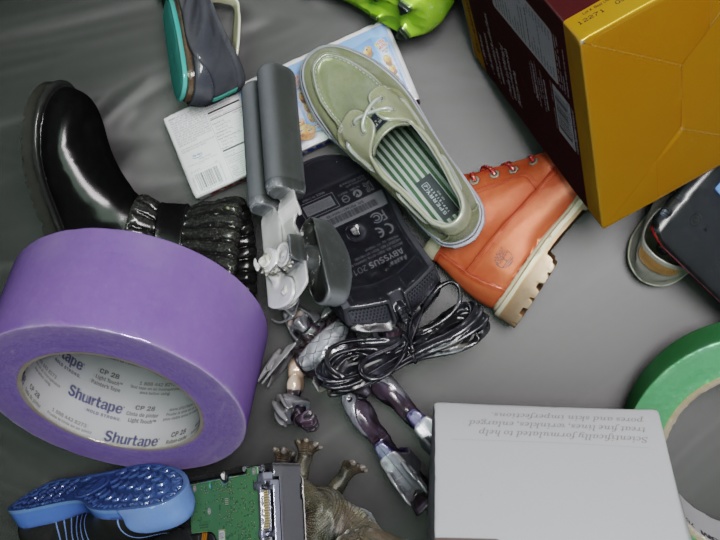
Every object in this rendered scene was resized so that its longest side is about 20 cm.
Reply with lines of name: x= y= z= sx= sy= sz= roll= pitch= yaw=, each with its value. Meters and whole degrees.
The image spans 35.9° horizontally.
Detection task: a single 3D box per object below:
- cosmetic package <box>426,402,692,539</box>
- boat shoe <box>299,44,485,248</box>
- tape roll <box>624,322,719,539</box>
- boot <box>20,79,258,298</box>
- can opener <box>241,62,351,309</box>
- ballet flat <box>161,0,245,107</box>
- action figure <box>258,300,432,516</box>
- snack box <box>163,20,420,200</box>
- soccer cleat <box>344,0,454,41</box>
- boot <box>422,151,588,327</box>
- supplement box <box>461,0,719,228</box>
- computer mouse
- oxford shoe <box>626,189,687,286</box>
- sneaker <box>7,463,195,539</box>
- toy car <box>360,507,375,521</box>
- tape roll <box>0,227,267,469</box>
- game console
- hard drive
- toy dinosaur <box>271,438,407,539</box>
cosmetic package: x=0.127 y=0.220 z=0.769 sx=0.164 sy=0.165 sz=0.201 roll=2 pitch=125 yaw=2
boat shoe: x=0.024 y=-0.103 z=0.840 sx=0.072 sy=0.062 sz=0.200 roll=-42 pitch=74 yaw=0
tape roll: x=0.297 y=0.138 z=0.833 sx=0.199 sy=0.048 sz=0.202 roll=3 pitch=103 yaw=11
boot: x=-0.166 y=-0.052 z=0.869 sx=0.157 sy=0.079 sz=0.213 roll=-6 pitch=104 yaw=18
can opener: x=-0.055 y=-0.061 z=0.839 sx=0.053 sy=0.066 sz=0.201 roll=-35 pitch=57 yaw=45
ballet flat: x=-0.135 y=-0.225 z=0.894 sx=0.073 sy=0.073 sz=0.201 roll=-17 pitch=76 yaw=4
action figure: x=0.004 y=0.094 z=0.876 sx=0.130 sy=0.069 sz=0.200 roll=-45 pitch=83 yaw=8
snack box: x=-0.056 y=-0.130 z=0.904 sx=0.199 sy=0.024 sz=0.072 roll=-23 pitch=86 yaw=4
soccer cleat: x=-0.010 y=-0.256 z=0.888 sx=0.199 sy=0.068 sz=0.081 roll=33 pitch=62 yaw=13
boot: x=0.131 y=-0.068 z=0.866 sx=0.107 sy=0.075 sz=0.201 roll=34 pitch=93 yaw=10
supplement box: x=0.164 y=-0.180 z=0.759 sx=0.132 sy=0.198 sz=0.201 roll=-28 pitch=55 yaw=-1
computer mouse: x=0.000 y=0.000 z=0.862 sx=0.138 sy=0.053 sz=0.201 roll=-21 pitch=63 yaw=-10
oxford shoe: x=0.277 y=-0.075 z=0.859 sx=0.075 sy=0.058 sz=0.201 roll=34 pitch=91 yaw=6
sneaker: x=-0.192 y=0.202 z=0.860 sx=0.199 sy=0.070 sz=0.078 roll=-12 pitch=105 yaw=40
toy car: x=-0.031 y=0.292 z=0.860 sx=0.163 sy=0.158 sz=0.201 roll=-14 pitch=63 yaw=13
tape roll: x=-0.173 y=0.063 z=0.820 sx=0.198 sy=0.201 sz=0.085 roll=6 pitch=53 yaw=5
game console: x=0.336 y=-0.051 z=0.833 sx=0.177 sy=0.031 sz=0.200 roll=40 pitch=92 yaw=-22
hard drive: x=-0.106 y=0.221 z=0.821 sx=0.038 sy=0.200 sz=0.141 roll=6 pitch=72 yaw=-35
toy dinosaur: x=-0.052 y=0.188 z=0.830 sx=0.199 sy=0.077 sz=0.103 roll=-10 pitch=55 yaw=37
